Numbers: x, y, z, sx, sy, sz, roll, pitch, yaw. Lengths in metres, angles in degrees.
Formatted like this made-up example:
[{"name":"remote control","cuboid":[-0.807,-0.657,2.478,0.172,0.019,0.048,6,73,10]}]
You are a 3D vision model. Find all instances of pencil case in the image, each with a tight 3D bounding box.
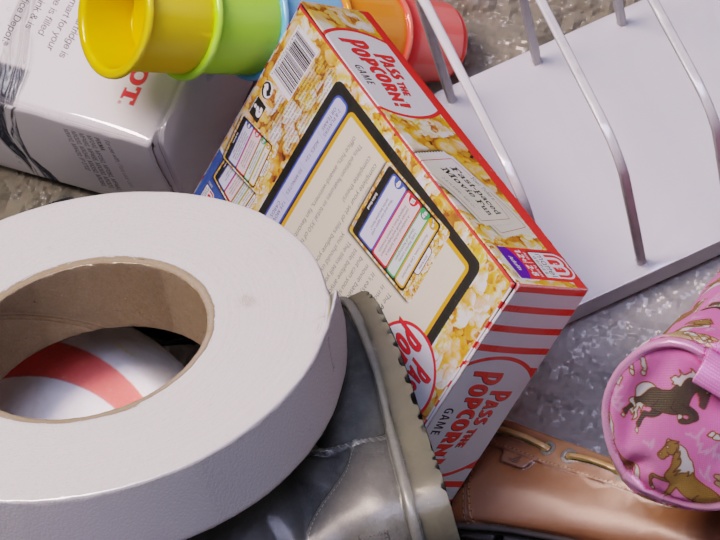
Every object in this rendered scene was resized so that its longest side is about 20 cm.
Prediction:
[{"name":"pencil case","cuboid":[0.174,0.029,1.283,0.082,0.087,0.200,4,26,29]}]

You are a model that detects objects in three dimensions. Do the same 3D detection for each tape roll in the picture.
[{"name":"tape roll","cuboid":[-0.106,0.039,1.197,0.202,0.037,0.203,-7,36,5]}]

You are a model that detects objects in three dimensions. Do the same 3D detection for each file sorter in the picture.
[{"name":"file sorter","cuboid":[0.142,-0.093,1.385,0.199,0.125,0.139,-24,61,-2]}]

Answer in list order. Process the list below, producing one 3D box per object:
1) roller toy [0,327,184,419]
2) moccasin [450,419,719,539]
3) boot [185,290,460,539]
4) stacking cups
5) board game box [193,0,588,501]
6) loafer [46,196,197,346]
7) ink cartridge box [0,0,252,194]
[{"name":"roller toy","cuboid":[-0.138,0.120,1.322,0.182,0.140,0.201,-19,71,-3]},{"name":"moccasin","cuboid":[0.141,0.103,1.317,0.200,0.074,0.078,8,72,26]},{"name":"boot","cuboid":[-0.070,0.088,1.213,0.199,0.073,0.182,-17,28,-1]},{"name":"stacking cups","cuboid":[-0.033,-0.113,1.404,0.199,0.061,0.061,2,53,-36]},{"name":"board game box","cuboid":[0.000,0.000,1.346,0.152,0.046,0.200,-58,48,28]},{"name":"loafer","cuboid":[-0.105,0.006,1.379,0.200,0.070,0.068,4,77,62]},{"name":"ink cartridge box","cuboid":[-0.151,-0.127,1.484,0.199,0.084,0.145,16,68,19]}]
